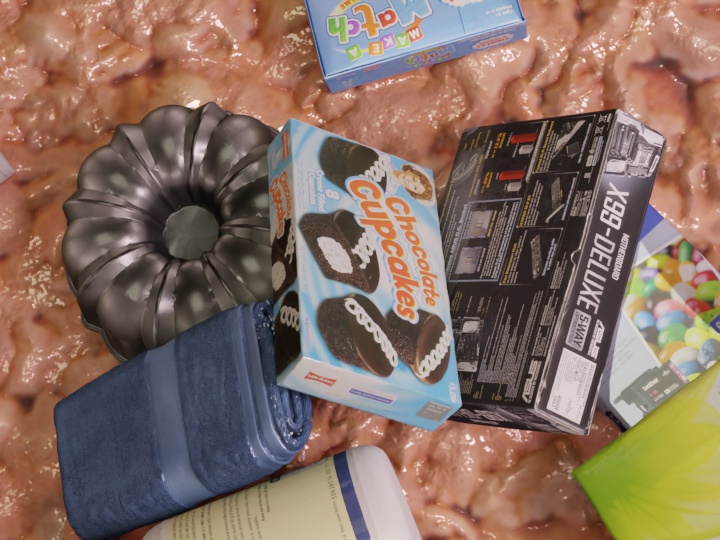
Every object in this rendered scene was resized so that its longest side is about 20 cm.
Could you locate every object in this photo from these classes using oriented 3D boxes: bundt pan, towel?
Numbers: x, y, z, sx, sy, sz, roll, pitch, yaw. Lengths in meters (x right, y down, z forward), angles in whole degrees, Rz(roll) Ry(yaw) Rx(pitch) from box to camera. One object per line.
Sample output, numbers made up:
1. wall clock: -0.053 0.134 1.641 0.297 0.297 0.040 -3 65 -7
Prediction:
1. bundt pan: -0.120 -0.027 1.135 0.200 0.076 0.204 -2 76 7
2. towel: -0.115 0.101 1.064 0.199 0.048 0.112 -26 61 31

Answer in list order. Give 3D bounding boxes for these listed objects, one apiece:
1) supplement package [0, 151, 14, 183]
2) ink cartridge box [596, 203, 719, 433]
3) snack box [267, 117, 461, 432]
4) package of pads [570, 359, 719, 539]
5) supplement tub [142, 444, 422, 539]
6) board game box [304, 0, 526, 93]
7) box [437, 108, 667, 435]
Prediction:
1. supplement package: -0.371 -0.070 1.152 0.200 0.120 0.122 -37 75 -4
2. ink cartridge box: 0.192 0.038 1.099 0.119 0.042 0.200 -42 73 -5
3. snack box: 0.000 0.000 1.058 0.116 0.037 0.201 18 45 -26
4. package of pads: 0.247 0.131 0.983 0.200 0.068 0.155 -42 66 26
5. supplement tub: -0.055 0.208 1.027 0.199 0.145 0.146 -21 74 1
6. board game box: 0.023 -0.245 1.194 0.150 0.037 0.201 -15 73 3
7. box: 0.104 0.001 1.064 0.050 0.157 0.201 25 75 -32
